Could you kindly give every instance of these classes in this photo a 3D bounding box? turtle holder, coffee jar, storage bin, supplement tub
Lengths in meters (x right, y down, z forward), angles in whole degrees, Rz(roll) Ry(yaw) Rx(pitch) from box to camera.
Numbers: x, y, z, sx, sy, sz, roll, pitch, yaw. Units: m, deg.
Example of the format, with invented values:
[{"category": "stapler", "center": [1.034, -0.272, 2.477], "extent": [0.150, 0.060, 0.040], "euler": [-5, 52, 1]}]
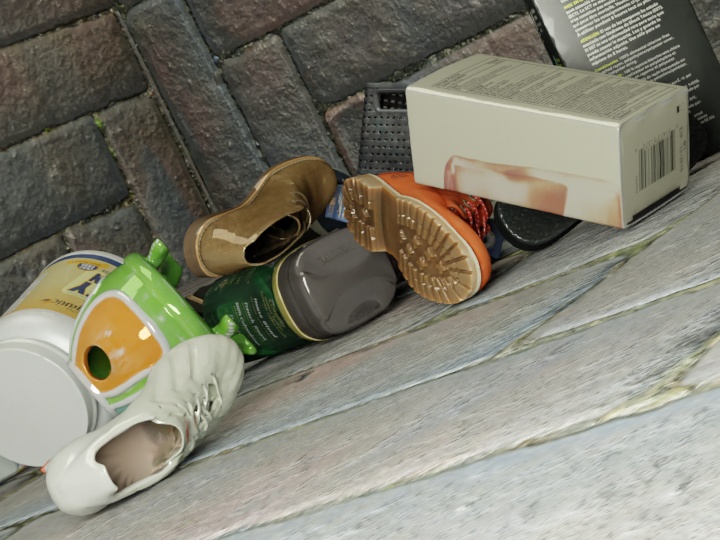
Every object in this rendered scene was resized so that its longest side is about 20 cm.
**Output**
[{"category": "turtle holder", "center": [-0.185, 0.062, 1.576], "extent": [0.132, 0.141, 0.186], "euler": [-43, 10, -6]}, {"category": "coffee jar", "center": [-0.055, 0.023, 1.603], "extent": [0.104, 0.085, 0.200], "euler": [-29, 4, -31]}, {"category": "storage bin", "center": [0.109, -0.129, 1.782], "extent": [0.200, 0.094, 0.135], "euler": [5, 1, -39]}, {"category": "supplement tub", "center": [-0.277, 0.082, 1.692], "extent": [0.144, 0.144, 0.200], "euler": [-24, 17, 24]}]

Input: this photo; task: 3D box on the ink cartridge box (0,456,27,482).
[{"category": "ink cartridge box", "center": [-0.393, 0.177, 1.758], "extent": [0.146, 0.083, 0.200], "euler": [-22, 5, 37]}]

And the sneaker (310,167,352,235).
[{"category": "sneaker", "center": [0.021, -0.059, 1.786], "extent": [0.084, 0.075, 0.200], "euler": [-10, -22, 36]}]

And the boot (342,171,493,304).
[{"category": "boot", "center": [0.072, -0.037, 1.448], "extent": [0.107, 0.075, 0.200], "euler": [-10, 26, -21]}]

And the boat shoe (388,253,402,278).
[{"category": "boat shoe", "center": [0.000, 0.000, 1.728], "extent": [0.065, 0.072, 0.200], "euler": [-8, -5, -13]}]

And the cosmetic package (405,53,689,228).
[{"category": "cosmetic package", "center": [0.145, -0.104, 1.398], "extent": [0.200, 0.087, 0.103], "euler": [16, 33, 39]}]

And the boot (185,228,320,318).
[{"category": "boot", "center": [-0.103, 0.002, 1.852], "extent": [0.138, 0.077, 0.200], "euler": [-61, 25, -9]}]

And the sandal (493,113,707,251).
[{"category": "sandal", "center": [0.195, -0.079, 1.494], "extent": [0.200, 0.075, 0.048], "euler": [-27, -13, -15]}]

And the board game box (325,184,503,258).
[{"category": "board game box", "center": [0.046, -0.047, 1.638], "extent": [0.135, 0.035, 0.200], "euler": [13, 2, -7]}]

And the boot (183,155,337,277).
[{"category": "boot", "center": [-0.066, -0.046, 1.582], "extent": [0.075, 0.074, 0.200], "euler": [-1, 24, 35]}]

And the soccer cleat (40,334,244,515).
[{"category": "soccer cleat", "center": [-0.134, 0.106, 1.241], "extent": [0.078, 0.069, 0.200], "euler": [-15, 17, 43]}]

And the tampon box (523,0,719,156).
[{"category": "tampon box", "center": [0.245, -0.189, 1.622], "extent": [0.126, 0.200, 0.150], "euler": [-26, 5, 5]}]
